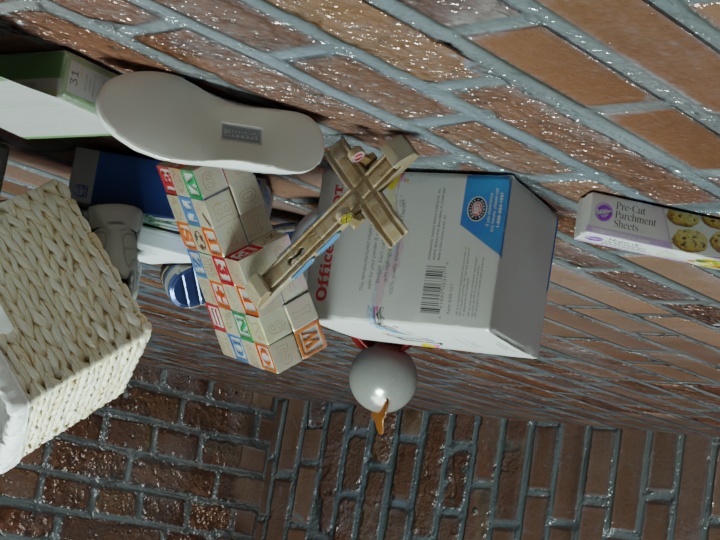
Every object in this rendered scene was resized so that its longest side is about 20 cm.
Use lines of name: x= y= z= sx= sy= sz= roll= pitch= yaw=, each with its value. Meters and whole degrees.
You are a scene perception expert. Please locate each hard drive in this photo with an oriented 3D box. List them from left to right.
hard drive: x=-0.284 y=-0.041 z=1.622 sx=0.198 sy=0.027 sz=0.131 roll=14 pitch=172 yaw=-34

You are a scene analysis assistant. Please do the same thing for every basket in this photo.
basket: x=-0.323 y=0.054 z=1.457 sx=0.160 sy=0.199 sz=0.200 roll=-27 pitch=167 yaw=-27

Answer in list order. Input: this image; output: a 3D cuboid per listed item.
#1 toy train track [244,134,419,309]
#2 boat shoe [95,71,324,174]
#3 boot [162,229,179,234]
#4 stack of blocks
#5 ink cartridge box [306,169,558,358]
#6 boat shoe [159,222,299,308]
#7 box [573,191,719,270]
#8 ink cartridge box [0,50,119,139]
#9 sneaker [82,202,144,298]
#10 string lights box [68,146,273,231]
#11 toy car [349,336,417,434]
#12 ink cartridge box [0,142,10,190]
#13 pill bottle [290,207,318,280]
toy train track: x=-0.032 y=-0.043 z=1.310 sx=0.032 sy=0.200 sz=0.115 roll=19 pitch=-149 yaw=-57
boat shoe: x=-0.130 y=-0.119 z=1.270 sx=0.198 sy=0.073 sz=0.068 roll=4 pitch=173 yaw=-24
boot: x=-0.174 y=-0.026 z=1.865 sx=0.198 sy=0.069 sz=0.131 roll=17 pitch=175 yaw=3
stack of blocks: x=-0.112 y=-0.014 z=1.410 sx=0.058 sy=0.202 sz=0.115 roll=-27 pitch=-161 yaw=-26
ink cartridge box: x=0.068 y=-0.006 z=1.458 sx=0.198 sy=0.149 sz=0.144 roll=5 pitch=170 yaw=27
boat shoe: x=-0.135 y=-0.022 z=1.720 sx=0.198 sy=0.073 sz=0.072 roll=-15 pitch=-147 yaw=-19
box: x=0.299 y=-0.031 z=1.408 sx=0.198 sy=0.042 sz=0.039 roll=12 pitch=169 yaw=-10
ink cartridge box: x=-0.294 y=-0.157 z=1.244 sx=0.144 sy=0.049 sz=0.199 roll=3 pitch=168 yaw=35
sneaker: x=-0.260 y=0.008 z=1.556 sx=0.074 sy=0.082 sz=0.200 roll=-2 pitch=155 yaw=-10
string lights box: x=-0.194 y=-0.076 z=1.567 sx=0.197 sy=0.060 sz=0.103 roll=10 pitch=173 yaw=3
toy car: x=0.030 y=0.124 z=2.079 sx=0.182 sy=0.203 sz=0.177 roll=12 pitch=170 yaw=-13
ink cartridge box: x=-0.491 y=-0.111 z=1.591 sx=0.198 sy=0.085 sz=0.145 roll=0 pitch=166 yaw=42
pill bottle: x=0.000 y=0.000 z=1.672 sx=0.108 sy=0.111 sz=0.200 roll=6 pitch=169 yaw=20
